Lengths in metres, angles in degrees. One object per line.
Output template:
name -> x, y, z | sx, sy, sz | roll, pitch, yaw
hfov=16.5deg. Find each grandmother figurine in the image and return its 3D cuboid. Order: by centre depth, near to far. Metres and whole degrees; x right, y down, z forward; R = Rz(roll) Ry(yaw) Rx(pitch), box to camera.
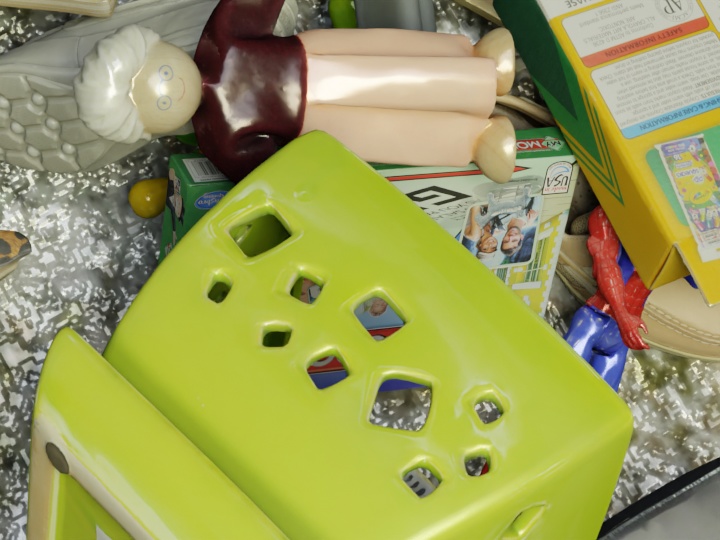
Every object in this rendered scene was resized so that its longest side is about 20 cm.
grandmother figurine -> -0.030, -0.082, 1.104 | 0.199, 0.061, 0.122 | -1, 81, -20

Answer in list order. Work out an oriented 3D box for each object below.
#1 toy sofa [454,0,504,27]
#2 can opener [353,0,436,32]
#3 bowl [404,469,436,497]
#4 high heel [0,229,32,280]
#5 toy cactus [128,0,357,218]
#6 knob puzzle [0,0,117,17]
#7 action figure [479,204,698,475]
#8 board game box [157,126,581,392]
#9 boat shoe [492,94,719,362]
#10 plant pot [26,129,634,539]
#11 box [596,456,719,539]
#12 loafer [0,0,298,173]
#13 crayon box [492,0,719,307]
toy sofa -> 0.132, -0.144, 1.275 | 0.200, 0.083, 0.098 | 29, 68, -1
can opener -> 0.004, -0.149, 1.224 | 0.066, 0.053, 0.200 | -20, 57, 14
bowl -> -0.049, 0.167, 1.170 | 0.200, 0.094, 0.201 | 8, 45, -8
high heel -> -0.271, -0.028, 1.204 | 0.199, 0.071, 0.143 | -19, 88, -2
toy cactus -> -0.017, -0.049, 1.241 | 0.165, 0.102, 0.200 | 31, 67, -11
knob puzzle -> -0.197, -0.212, 1.232 | 0.219, 0.030, 0.220 | -2, 53, 2
action figure -> 0.129, 0.045, 1.196 | 0.065, 0.099, 0.200 | 15, 101, -38
board game box -> 0.000, 0.000, 1.192 | 0.199, 0.135, 0.029 | -6, 37, -22
boat shoe -> 0.126, -0.021, 1.260 | 0.200, 0.065, 0.071 | 32, 77, -1
plant pot -> -0.030, 0.097, 1.045 | 0.181, 0.200, 0.199 | -34, 63, -30
box -> 0.184, 0.193, 1.159 | 0.117, 0.197, 0.200 | -29, 84, -12
loafer -> -0.114, -0.095, 1.204 | 0.070, 0.200, 0.070 | 62, 40, -27
crayon box -> 0.163, -0.077, 1.174 | 0.125, 0.052, 0.200 | -19, 68, -18
